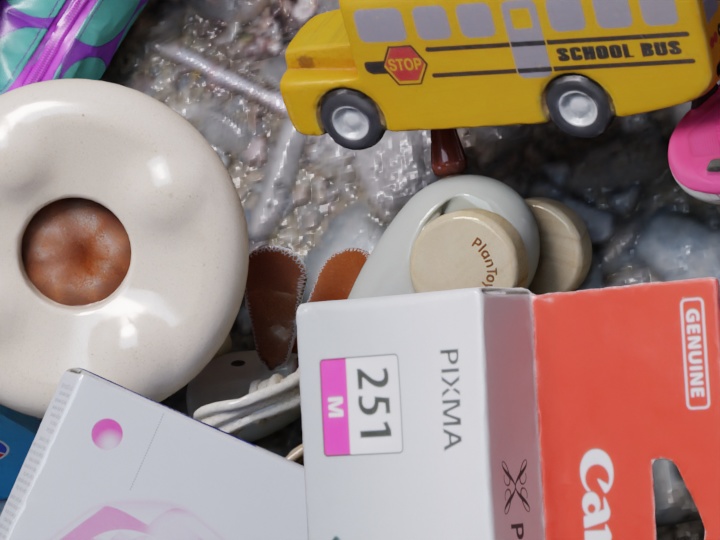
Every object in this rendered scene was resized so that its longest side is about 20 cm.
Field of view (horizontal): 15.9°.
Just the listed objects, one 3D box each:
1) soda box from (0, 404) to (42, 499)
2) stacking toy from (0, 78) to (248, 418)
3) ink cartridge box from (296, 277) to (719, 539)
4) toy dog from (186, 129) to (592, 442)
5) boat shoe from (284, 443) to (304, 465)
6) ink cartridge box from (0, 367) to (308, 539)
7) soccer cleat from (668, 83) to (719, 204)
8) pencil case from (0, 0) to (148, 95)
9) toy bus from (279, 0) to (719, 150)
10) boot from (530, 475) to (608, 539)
[{"bbox_3d":[-0.195,0.041,1.158,0.068,0.200,0.064,-15,62,20],"label":"soda box"},{"bbox_3d":[-0.121,-0.019,1.167,0.146,0.200,0.146,0,98,-1],"label":"stacking toy"},{"bbox_3d":[0.059,0.106,0.998,0.173,0.044,0.200,-6,85,38],"label":"ink cartridge box"},{"bbox_3d":[0.000,0.000,1.146,0.200,0.132,0.096,-24,83,2],"label":"toy dog"},{"bbox_3d":[0.048,0.068,1.119,0.200,0.065,0.071,-34,59,8],"label":"boat shoe"},{"bbox_3d":[-0.070,0.169,1.065,0.196,0.043,0.200,24,83,-14],"label":"ink cartridge box"},{"bbox_3d":[0.226,-0.066,1.045,0.200,0.086,0.070,-26,47,14],"label":"soccer cleat"},{"bbox_3d":[-0.138,-0.152,1.282,0.200,0.085,0.092,-59,25,-6],"label":"pencil case"},{"bbox_3d":[0.061,-0.103,1.084,0.200,0.078,0.065,-1,32,28],"label":"toy bus"},{"bbox_3d":[0.075,0.175,1.039,0.200,0.077,0.138,43,93,18],"label":"boot"}]
